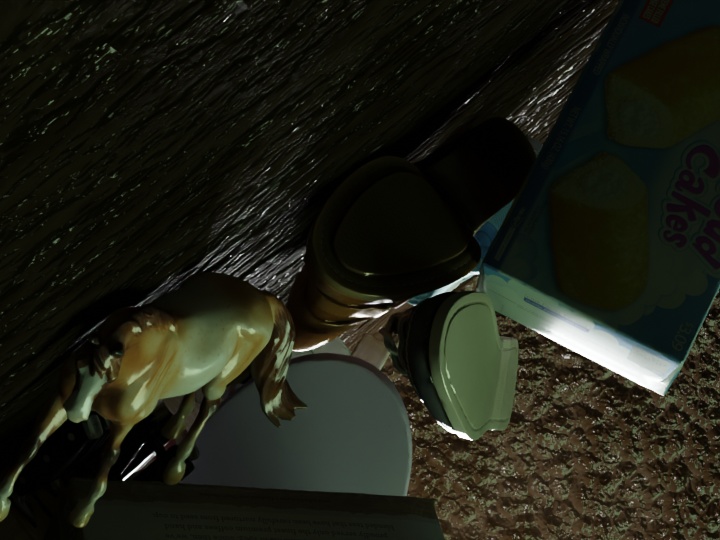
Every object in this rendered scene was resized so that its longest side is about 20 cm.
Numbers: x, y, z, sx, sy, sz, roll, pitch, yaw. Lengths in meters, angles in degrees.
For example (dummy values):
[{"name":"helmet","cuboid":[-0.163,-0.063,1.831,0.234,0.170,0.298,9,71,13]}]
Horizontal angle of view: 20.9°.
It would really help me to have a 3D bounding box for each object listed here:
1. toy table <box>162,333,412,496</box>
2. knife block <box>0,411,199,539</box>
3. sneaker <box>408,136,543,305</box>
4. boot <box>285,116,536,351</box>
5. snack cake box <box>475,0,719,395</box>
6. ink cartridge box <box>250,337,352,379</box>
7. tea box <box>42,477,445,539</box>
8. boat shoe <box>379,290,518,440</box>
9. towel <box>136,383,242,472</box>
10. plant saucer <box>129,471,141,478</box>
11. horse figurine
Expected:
[{"name":"toy table","cuboid":[-0.045,0.129,1.128,0.200,0.184,0.117,-45,-178,10]},{"name":"knife block","cuboid":[-0.178,0.139,1.012,0.200,0.064,0.176,-38,174,-12]},{"name":"sneaker","cuboid":[0.094,-0.053,1.235,0.130,0.080,0.200,-35,-177,-26]},{"name":"boot","cuboid":[0.000,0.000,1.041,0.155,0.074,0.200,-38,175,38]},{"name":"snack cake box","cuboid":[0.155,-0.051,1.027,0.200,0.115,0.067,-61,171,-17]},{"name":"ink cartridge box","cuboid":[-0.059,0.141,1.636,0.067,0.117,0.200,-35,172,-41]},{"name":"tea box","cuboid":[-0.069,0.218,0.974,0.199,0.134,0.197,7,133,-26]},{"name":"boat shoe","cuboid":[0.040,0.050,1.022,0.200,0.062,0.073,36,62,-74]},{"name":"towel","cuboid":[-0.166,0.174,1.458,0.200,0.030,0.146,-44,-169,20]},{"name":"plant saucer","cuboid":[-0.202,0.210,1.351,0.200,0.035,0.200,-44,-162,18]},{"name":"horse figurine","cuboid":[-0.086,0.048,0.872,0.200,0.050,0.133,-19,143,-54]}]
